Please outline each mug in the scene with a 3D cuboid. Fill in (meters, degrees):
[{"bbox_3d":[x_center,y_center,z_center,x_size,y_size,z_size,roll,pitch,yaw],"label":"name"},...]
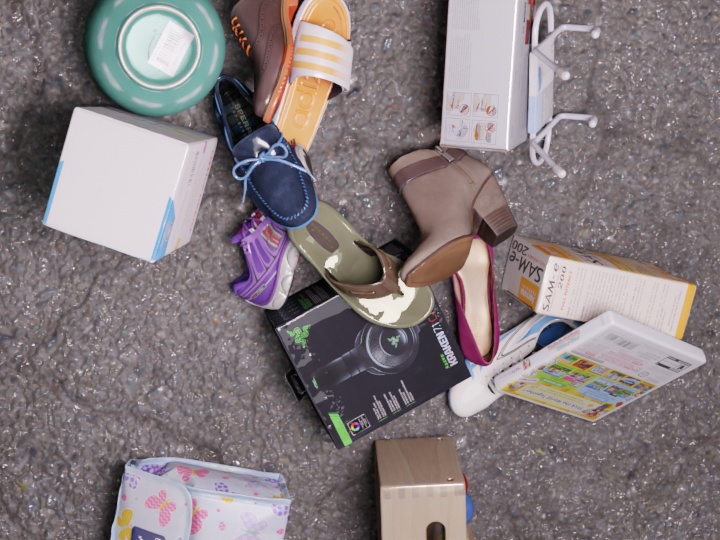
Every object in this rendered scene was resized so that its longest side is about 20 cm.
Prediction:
[{"bbox_3d":[-0.227,-0.259,1.366,0.151,0.114,0.186,-20,107,-9],"label":"mug"}]

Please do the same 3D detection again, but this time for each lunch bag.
[{"bbox_3d":[-0.196,0.321,1.499,0.199,0.127,0.171,12,97,-9],"label":"lunch bag"}]

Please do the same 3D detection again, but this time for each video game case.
[{"bbox_3d":[0.292,0.121,1.540,0.199,0.023,0.182,20,137,-40],"label":"video game case"}]

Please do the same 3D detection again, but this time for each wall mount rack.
[{"bbox_3d":[0.228,-0.201,1.459,0.074,0.174,0.201,10,121,24],"label":"wall mount rack"}]

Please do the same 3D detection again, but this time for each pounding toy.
[{"bbox_3d":[0.092,0.320,1.554,0.141,0.184,0.201,-3,103,-1],"label":"pounding toy"}]

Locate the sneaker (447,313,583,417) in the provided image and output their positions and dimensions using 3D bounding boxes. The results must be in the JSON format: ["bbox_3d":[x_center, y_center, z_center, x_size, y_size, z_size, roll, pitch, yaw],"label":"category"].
[{"bbox_3d":[0.193,0.114,1.578,0.200,0.072,0.072,-37,110,-2],"label":"sneaker"}]

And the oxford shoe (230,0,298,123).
[{"bbox_3d":[-0.111,-0.252,1.389,0.072,0.071,0.201,9,61,-12],"label":"oxford shoe"}]

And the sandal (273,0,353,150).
[{"bbox_3d":[-0.047,-0.211,1.442,0.079,0.059,0.208,6,105,-38],"label":"sandal"}]

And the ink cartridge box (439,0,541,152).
[{"bbox_3d":[0.155,-0.247,1.465,0.083,0.176,0.201,6,102,16],"label":"ink cartridge box"}]

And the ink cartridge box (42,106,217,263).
[{"bbox_3d":[-0.241,-0.099,1.366,0.124,0.200,0.129,18,98,1],"label":"ink cartridge box"}]

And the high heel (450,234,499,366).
[{"bbox_3d":[0.143,0.013,1.529,0.067,0.096,0.201,-10,104,-11],"label":"high heel"}]

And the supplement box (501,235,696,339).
[{"bbox_3d":[0.290,0.019,1.552,0.199,0.126,0.074,10,100,-17],"label":"supplement box"}]

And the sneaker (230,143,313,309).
[{"bbox_3d":[-0.103,-0.050,1.458,0.083,0.081,0.201,14,107,-6],"label":"sneaker"}]

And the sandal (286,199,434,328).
[{"bbox_3d":[-0.001,0.000,1.415,0.201,0.057,0.080,37,90,-19],"label":"sandal"}]

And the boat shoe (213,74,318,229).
[{"bbox_3d":[-0.118,-0.130,1.392,0.084,0.069,0.200,-36,65,-3],"label":"boat shoe"}]

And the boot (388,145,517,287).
[{"bbox_3d":[0.083,-0.071,1.463,0.199,0.146,0.070,-24,153,-36],"label":"boot"}]

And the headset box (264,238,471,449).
[{"bbox_3d":[0.002,0.090,1.512,0.199,0.093,0.175,-27,106,-7],"label":"headset box"}]
